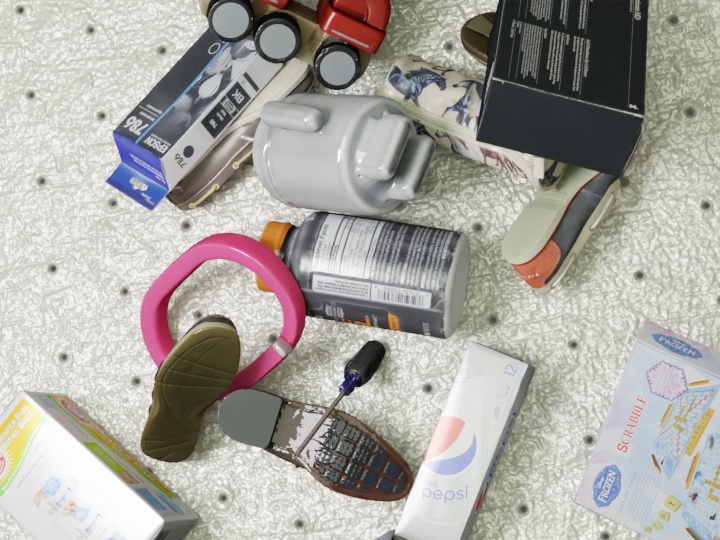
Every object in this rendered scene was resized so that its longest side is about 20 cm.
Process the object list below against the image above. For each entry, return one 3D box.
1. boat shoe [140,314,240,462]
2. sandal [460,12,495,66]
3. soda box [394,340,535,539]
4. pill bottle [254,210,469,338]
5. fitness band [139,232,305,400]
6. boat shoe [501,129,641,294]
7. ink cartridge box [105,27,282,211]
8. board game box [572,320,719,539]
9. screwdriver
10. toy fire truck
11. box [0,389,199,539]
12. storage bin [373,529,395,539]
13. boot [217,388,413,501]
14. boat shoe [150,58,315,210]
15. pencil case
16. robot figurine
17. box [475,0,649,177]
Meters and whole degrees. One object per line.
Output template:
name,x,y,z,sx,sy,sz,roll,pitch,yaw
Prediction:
boat shoe,-0.168,0.104,1.735,0.071,0.201,0.066,12,43,-15
sandal,0.179,-0.188,1.750,0.200,0.055,0.082,30,46,18
soda box,0.101,0.172,1.721,0.063,0.068,0.201,21,89,13
pill bottle,0.000,0.000,1.741,0.199,0.106,0.107,9,85,12
fitness band,-0.138,0.048,1.752,0.144,0.037,0.200,50,130,0
boat shoe,0.213,-0.069,1.727,0.200,0.063,0.071,-53,33,-14
ink cartridge box,-0.176,-0.156,1.786,0.200,0.039,0.099,-51,43,-10
board game box,0.317,0.171,1.638,0.199,0.041,0.201,25,123,13
screwdriver,-0.026,0.124,1.702,0.029,0.200,0.028,-3,117,33
toy fire truck,-0.043,-0.306,1.728,0.176,0.129,0.200,23,112,-15
box,-0.276,0.219,1.768,0.200,0.112,0.101,40,94,13
storage bin,-0.020,0.360,1.696,0.200,0.146,0.135,-33,89,6
boot,-0.040,0.165,1.747,0.199,0.097,0.075,25,89,1
boat shoe,-0.122,-0.139,1.806,0.200,0.060,0.072,-40,38,1
pencil case,0.111,-0.142,1.724,0.200,0.089,0.078,25,133,28
robot figurine,-0.024,-0.113,1.720,0.200,0.170,0.113,8,66,42
box,0.189,-0.190,1.656,0.141,0.079,0.200,12,42,1
